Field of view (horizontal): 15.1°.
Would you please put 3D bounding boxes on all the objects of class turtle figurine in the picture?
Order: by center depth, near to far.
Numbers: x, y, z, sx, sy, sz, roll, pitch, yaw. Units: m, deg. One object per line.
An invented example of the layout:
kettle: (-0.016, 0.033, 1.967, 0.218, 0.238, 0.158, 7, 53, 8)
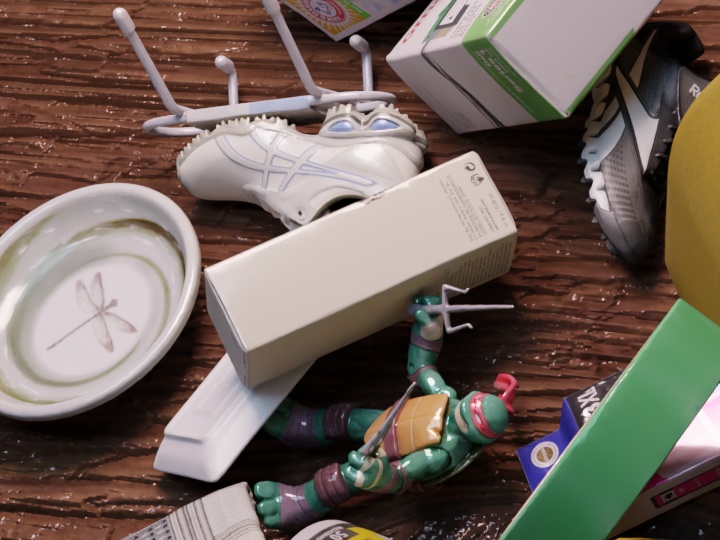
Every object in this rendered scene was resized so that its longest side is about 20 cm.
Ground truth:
turtle figurine: (0.024, 0.101, 1.752, 0.200, 0.101, 0.150, -23, 28, 34)

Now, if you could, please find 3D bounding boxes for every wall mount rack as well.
wall mount rack: (-0.081, -0.145, 1.943, 0.200, 0.174, 0.075, -7, 82, 24)

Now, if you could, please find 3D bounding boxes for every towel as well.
towel: (-0.145, 0.203, 1.676, 0.192, 0.035, 0.200, -26, 16, 0)

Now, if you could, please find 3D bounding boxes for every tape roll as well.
tape roll: (0.145, 0.109, 1.575, 0.048, 0.200, 0.200, 37, 76, 6)

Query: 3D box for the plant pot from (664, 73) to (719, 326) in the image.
plant pot: (0.294, -0.034, 1.611, 0.195, 0.200, 0.194, -17, 49, -3)

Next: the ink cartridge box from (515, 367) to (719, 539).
ink cartridge box: (0.195, 0.099, 1.706, 0.200, 0.037, 0.095, -28, 49, 10)

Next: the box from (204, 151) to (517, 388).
box: (0.000, 0.000, 1.785, 0.200, 0.082, 0.068, -23, 71, -11)

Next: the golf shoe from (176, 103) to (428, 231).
golf shoe: (-0.049, -0.059, 1.931, 0.200, 0.078, 0.097, -7, 67, 31)

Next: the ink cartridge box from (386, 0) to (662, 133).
ink cartridge box: (0.118, -0.176, 1.850, 0.146, 0.084, 0.200, -51, 15, -13)

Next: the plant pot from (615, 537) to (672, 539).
plant pot: (0.182, 0.264, 1.495, 0.200, 0.200, 0.176, -48, 37, -11)

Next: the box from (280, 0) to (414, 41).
box: (0.008, -0.259, 1.963, 0.200, 0.112, 0.101, -20, 40, 58)

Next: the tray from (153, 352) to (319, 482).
tray: (-0.065, 0.058, 1.847, 0.200, 0.022, 0.107, -51, 21, -17)

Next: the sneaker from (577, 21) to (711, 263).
sneaker: (0.198, -0.096, 1.824, 0.090, 0.066, 0.200, -14, 49, 22)

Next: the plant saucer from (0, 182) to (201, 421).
plant saucer: (-0.197, 0.031, 1.956, 0.200, 0.050, 0.200, -15, 50, 18)

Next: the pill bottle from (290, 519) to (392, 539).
pill bottle: (0.041, 0.231, 1.638, 0.200, 0.111, 0.111, 18, 67, 36)
